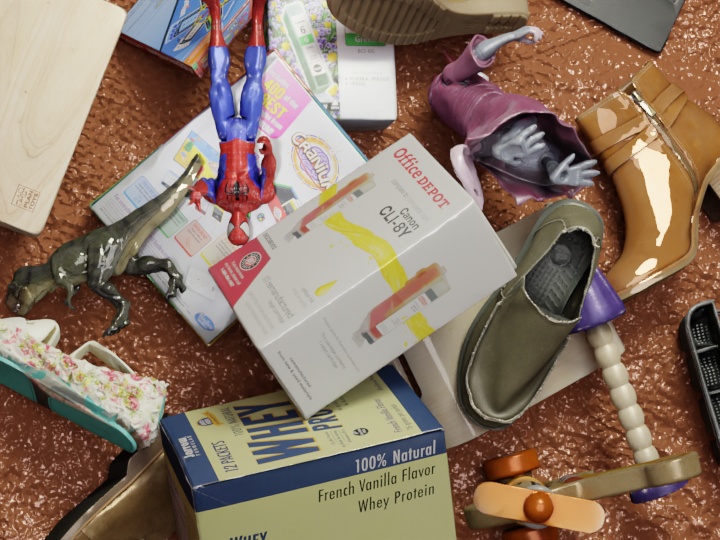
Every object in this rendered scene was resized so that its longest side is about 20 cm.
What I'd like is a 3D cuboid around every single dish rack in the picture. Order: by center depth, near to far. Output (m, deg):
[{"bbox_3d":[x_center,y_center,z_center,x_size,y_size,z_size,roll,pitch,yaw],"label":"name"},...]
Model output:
[{"bbox_3d":[0.381,0.084,1.775,0.200,0.055,0.154,-15,86,-14],"label":"dish rack"}]

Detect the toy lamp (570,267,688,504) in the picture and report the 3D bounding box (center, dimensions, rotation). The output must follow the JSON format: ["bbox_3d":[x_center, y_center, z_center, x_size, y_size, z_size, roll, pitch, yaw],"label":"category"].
[{"bbox_3d":[0.214,0.092,1.693,0.058,0.058,0.200,-24,93,-14],"label":"toy lamp"}]

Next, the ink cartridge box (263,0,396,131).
[{"bbox_3d":[-0.030,-0.221,1.731,0.109,0.050,0.200,-1,83,-12],"label":"ink cartridge box"}]

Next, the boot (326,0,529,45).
[{"bbox_3d":[0.041,-0.273,1.716,0.200,0.072,0.166,0,58,-31],"label":"boot"}]

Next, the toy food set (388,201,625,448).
[{"bbox_3d":[0.114,0.045,1.723,0.200,0.060,0.144,-28,94,-22],"label":"toy food set"}]

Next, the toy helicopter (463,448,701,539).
[{"bbox_3d":[0.175,0.176,1.643,0.200,0.132,0.079,-16,85,24],"label":"toy helicopter"}]

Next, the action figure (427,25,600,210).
[{"bbox_3d":[0.105,-0.119,1.694,0.149,0.200,0.134,-31,130,-14],"label":"action figure"}]

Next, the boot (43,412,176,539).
[{"bbox_3d":[-0.198,0.210,1.626,0.200,0.074,0.075,-45,103,-17],"label":"boot"}]

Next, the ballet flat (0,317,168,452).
[{"bbox_3d":[-0.240,0.078,1.623,0.200,0.076,0.064,27,65,9],"label":"ballet flat"}]

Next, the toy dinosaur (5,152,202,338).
[{"bbox_3d":[-0.192,-0.004,1.634,0.200,0.047,0.088,-33,86,4],"label":"toy dinosaur"}]

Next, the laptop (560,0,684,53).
[{"bbox_3d":[0.241,-0.325,1.779,0.177,0.103,0.200,28,77,-7],"label":"laptop"}]

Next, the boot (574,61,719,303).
[{"bbox_3d":[0.236,-0.073,1.759,0.200,0.074,0.155,-42,93,-27],"label":"boot"}]

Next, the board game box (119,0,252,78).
[{"bbox_3d":[-0.108,-0.254,1.703,0.103,0.019,0.200,28,72,38],"label":"board game box"}]

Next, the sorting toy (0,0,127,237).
[{"bbox_3d":[-0.318,-0.150,1.649,0.199,0.070,0.200,22,78,-8],"label":"sorting toy"}]

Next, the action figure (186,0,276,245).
[{"bbox_3d":[-0.100,-0.117,1.600,0.065,0.099,0.200,-1,95,2],"label":"action figure"}]

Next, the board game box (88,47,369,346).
[{"bbox_3d":[-0.096,-0.059,1.669,0.200,0.040,0.153,-39,92,3],"label":"board game box"}]

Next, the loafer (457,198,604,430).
[{"bbox_3d":[0.135,0.036,1.637,0.075,0.070,0.200,22,96,-3],"label":"loafer"}]

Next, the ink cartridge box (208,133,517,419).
[{"bbox_3d":[0.000,0.000,1.587,0.200,0.145,0.083,-34,122,-2],"label":"ink cartridge box"}]

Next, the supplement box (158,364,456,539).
[{"bbox_3d":[-0.037,0.207,1.585,0.200,0.134,0.200,-13,112,-13],"label":"supplement box"}]
